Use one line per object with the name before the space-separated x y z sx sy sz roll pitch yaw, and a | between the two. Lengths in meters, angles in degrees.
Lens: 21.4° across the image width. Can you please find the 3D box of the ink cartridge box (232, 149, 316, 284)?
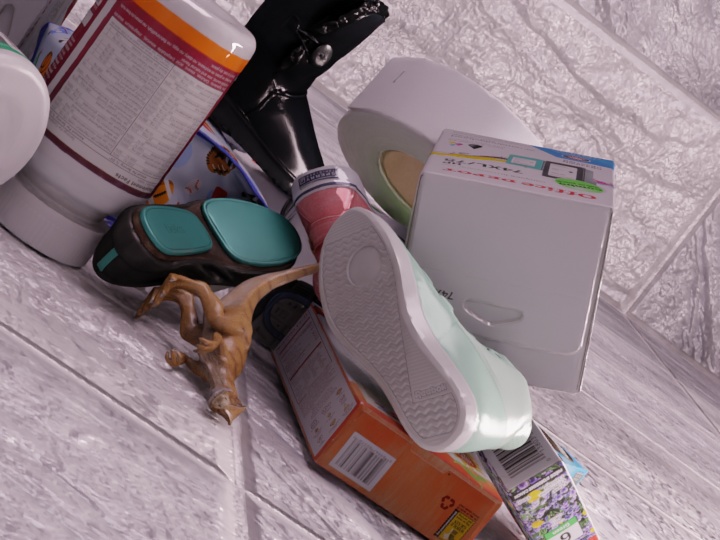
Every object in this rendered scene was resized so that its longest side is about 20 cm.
ink cartridge box | -0.042 -0.009 1.688 0.200 0.084 0.146 41 8 20

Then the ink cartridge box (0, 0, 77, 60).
ink cartridge box | -0.295 -0.218 1.561 0.083 0.146 0.200 35 9 -5

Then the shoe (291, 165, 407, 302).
shoe | 0.000 0.000 1.478 0.200 0.071 0.091 52 24 -63

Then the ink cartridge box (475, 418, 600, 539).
ink cartridge box | 0.135 0.173 1.463 0.109 0.050 0.200 57 -3 43

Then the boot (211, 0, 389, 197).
boot | -0.037 -0.158 1.573 0.076 0.168 0.200 48 1 42

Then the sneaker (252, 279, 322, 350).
sneaker | 0.000 0.066 1.528 0.200 0.075 0.087 37 4 -5

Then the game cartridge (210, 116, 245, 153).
game cartridge | -0.196 -0.135 1.645 0.200 0.133 0.041 29 57 -56

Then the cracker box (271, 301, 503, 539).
cracker box | 0.015 0.112 1.382 0.134 0.058 0.200 36 10 -20

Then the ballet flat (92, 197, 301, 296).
ballet flat | -0.122 -0.016 1.360 0.200 0.068 0.068 4 55 -58

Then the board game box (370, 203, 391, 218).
board game box | 0.025 -0.027 1.677 0.095 0.030 0.200 39 3 9

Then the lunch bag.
lunch bag | -0.170 -0.087 1.472 0.200 0.124 0.170 25 11 -25

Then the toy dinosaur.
toy dinosaur | -0.094 0.037 1.302 0.106 0.060 0.200 34 36 -12

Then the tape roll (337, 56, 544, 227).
tape roll | 0.077 -0.090 1.652 0.202 0.071 0.203 37 -19 15

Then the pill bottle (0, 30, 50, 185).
pill bottle | -0.301 -0.144 1.263 0.200 0.113 0.113 43 11 35

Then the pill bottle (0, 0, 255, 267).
pill bottle | -0.170 -0.108 1.311 0.109 0.200 0.110 36 9 -7

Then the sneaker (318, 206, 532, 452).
sneaker | 0.048 0.048 1.344 0.118 0.074 0.201 16 40 -53

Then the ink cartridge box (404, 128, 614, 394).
ink cartridge box | 0.112 -0.012 1.459 0.146 0.147 0.200 11 14 4

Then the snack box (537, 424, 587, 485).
snack box | 0.108 0.126 1.741 0.200 0.037 0.116 42 10 30
